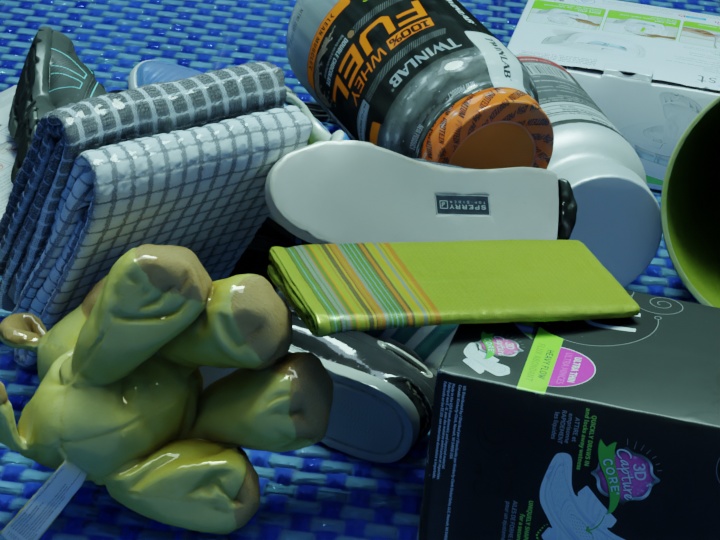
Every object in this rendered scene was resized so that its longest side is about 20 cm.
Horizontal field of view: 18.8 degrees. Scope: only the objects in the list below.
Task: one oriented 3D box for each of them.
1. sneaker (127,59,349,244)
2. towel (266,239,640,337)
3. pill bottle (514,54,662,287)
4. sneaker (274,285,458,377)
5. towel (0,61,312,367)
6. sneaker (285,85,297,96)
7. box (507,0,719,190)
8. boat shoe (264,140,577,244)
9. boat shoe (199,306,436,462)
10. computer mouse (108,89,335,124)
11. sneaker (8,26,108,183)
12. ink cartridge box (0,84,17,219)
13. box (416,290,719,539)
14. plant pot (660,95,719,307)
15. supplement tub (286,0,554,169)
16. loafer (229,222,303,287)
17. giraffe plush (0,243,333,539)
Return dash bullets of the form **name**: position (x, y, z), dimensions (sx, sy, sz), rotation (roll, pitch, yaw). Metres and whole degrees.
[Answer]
- **sneaker**: position (-0.075, -0.098, 1.458), dimensions (0.200, 0.077, 0.076), rotation (31, 46, 25)
- **towel**: position (0.052, 0.010, 1.235), dimensions (0.200, 0.018, 0.086), rotation (-2, 31, -22)
- **pill bottle**: position (0.138, -0.068, 1.568), dimensions (0.116, 0.116, 0.200), rotation (-2, 28, -14)
- **sneaker**: position (0.038, 0.044, 1.361), dimensions (0.199, 0.094, 0.070), rotation (1, -4, 15)
- **towel**: position (-0.139, -0.041, 1.369), dimensions (0.165, 0.200, 0.086), rotation (-18, 64, -35)
- **sneaker**: position (-0.067, -0.086, 1.576), dimensions (0.077, 0.085, 0.200), rotation (44, 32, -15)
- **box**: position (0.219, -0.146, 1.756), dimensions (0.200, 0.097, 0.177), rotation (10, 28, 8)
- **boat shoe**: position (0.028, -0.031, 1.371), dimensions (0.200, 0.075, 0.093), rotation (7, -15, -16)
- **boat shoe**: position (-0.042, 0.053, 1.345), dimensions (0.200, 0.074, 0.060), rotation (20, 31, 21)
- **computer mouse**: position (-0.109, -0.120, 1.725), dimensions (0.200, 0.034, 0.059), rotation (2, 10, -18)
- **sneaker**: position (-0.206, -0.104, 1.547), dimensions (0.079, 0.075, 0.200), rotation (14, 31, -18)
- **ink cartridge box**: position (-0.232, -0.064, 1.568), dimensions (0.176, 0.045, 0.200), rotation (18, 29, 21)
- **box**: position (0.148, 0.095, 1.242), dimensions (0.200, 0.125, 0.149), rotation (11, 27, 10)
- **plant pot**: position (0.307, -0.061, 1.551), dimensions (0.187, 0.187, 0.200), rotation (8, 12, 5)
- **supplement tub**: position (0.042, -0.126, 1.501), dimensions (0.122, 0.123, 0.200), rotation (-10, 39, -28)
- **loafer**: position (0.000, 0.000, 1.459), dimensions (0.200, 0.068, 0.070), rotation (15, 37, 25)
- **giraffe plush**: position (-0.131, 0.062, 1.264), dimensions (0.200, 0.173, 0.162), rotation (-33, 20, 1)
